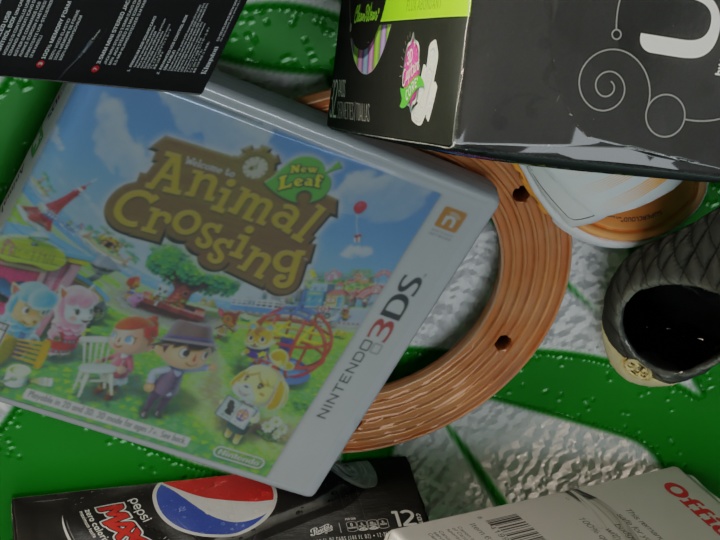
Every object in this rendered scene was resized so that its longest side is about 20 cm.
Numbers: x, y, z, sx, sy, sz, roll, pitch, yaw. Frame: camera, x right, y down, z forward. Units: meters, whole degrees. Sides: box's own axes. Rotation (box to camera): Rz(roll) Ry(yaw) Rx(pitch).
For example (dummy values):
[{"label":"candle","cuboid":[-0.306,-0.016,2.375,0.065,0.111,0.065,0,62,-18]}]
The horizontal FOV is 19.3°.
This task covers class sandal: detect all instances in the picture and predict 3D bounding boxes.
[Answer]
[{"label":"sandal","cuboid":[0.092,-0.075,0.906,0.079,0.059,0.207,-47,124,-4]}]

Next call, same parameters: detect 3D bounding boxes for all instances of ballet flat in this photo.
[{"label":"ballet flat","cuboid":[0.148,0.018,0.943,0.066,0.057,0.200,27,159,-3]}]

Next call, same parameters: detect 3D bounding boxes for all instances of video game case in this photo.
[{"label":"video game case","cuboid":[-0.065,0.004,0.933,0.199,0.022,0.183,20,117,-24]}]

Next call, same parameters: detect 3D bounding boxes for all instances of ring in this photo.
[{"label":"ring","cuboid":[0.000,0.000,0.971,0.198,0.019,0.202,-7,126,-9]}]

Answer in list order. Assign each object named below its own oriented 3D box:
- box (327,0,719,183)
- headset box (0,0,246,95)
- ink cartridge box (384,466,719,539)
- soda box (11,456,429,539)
[{"label":"box","cuboid":[0.072,-0.113,0.770,0.123,0.200,0.150,6,94,-13]},{"label":"headset box","cuboid":[-0.120,-0.150,0.759,0.199,0.077,0.150,1,127,-43]},{"label":"ink cartridge box","cuboid":[0.118,0.178,1.001,0.199,0.145,0.085,-7,126,-39]},{"label":"soda box","cuboid":[-0.067,0.144,1.024,0.198,0.064,0.071,-5,125,-12]}]
